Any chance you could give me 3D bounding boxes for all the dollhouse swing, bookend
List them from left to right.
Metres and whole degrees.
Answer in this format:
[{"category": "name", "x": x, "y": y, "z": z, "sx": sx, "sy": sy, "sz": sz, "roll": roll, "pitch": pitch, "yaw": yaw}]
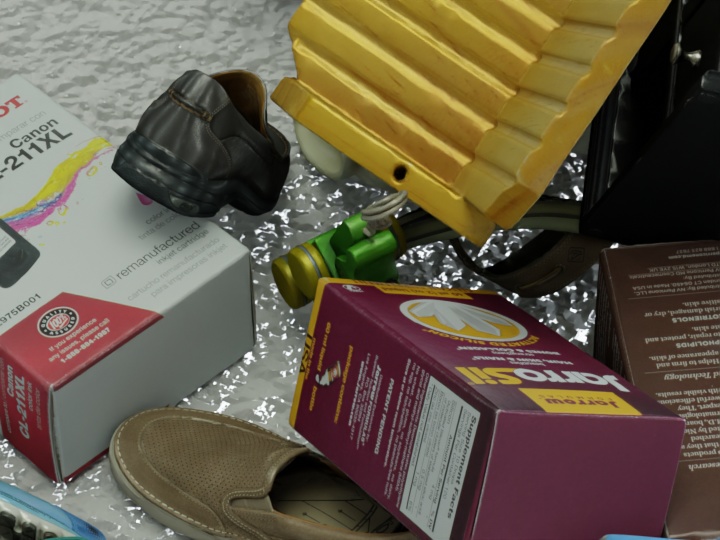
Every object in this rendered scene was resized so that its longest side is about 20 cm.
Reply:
[{"category": "dollhouse swing", "x": 0.058, "y": -0.133, "z": 1.514, "sx": 0.182, "sy": 0.176, "sz": 0.200, "roll": 35, "pitch": 93, "yaw": 8}, {"category": "bookend", "x": 0.196, "y": -0.132, "z": 1.560, "sx": 0.092, "sy": 0.200, "sz": 0.199, "roll": 13, "pitch": 68, "yaw": -10}]

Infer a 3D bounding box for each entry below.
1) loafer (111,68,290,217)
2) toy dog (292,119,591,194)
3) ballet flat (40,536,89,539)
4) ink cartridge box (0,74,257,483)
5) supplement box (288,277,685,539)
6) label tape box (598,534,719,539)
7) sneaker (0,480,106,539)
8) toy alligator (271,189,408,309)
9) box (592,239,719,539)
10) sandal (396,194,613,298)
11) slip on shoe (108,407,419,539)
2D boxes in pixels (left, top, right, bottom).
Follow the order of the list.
[{"category": "loafer", "x": -0.071, "y": -0.075, "z": 1.646, "sx": 0.073, "sy": 0.072, "sz": 0.200, "roll": 32, "pitch": 11, "yaw": 6}, {"category": "toy dog", "x": 0.084, "y": -0.116, "z": 1.691, "sx": 0.200, "sy": 0.140, "sz": 0.194, "roll": -8, "pitch": 28, "yaw": -22}, {"category": "ballet flat", "x": -0.213, "y": 0.172, "z": 1.477, "sx": 0.199, "sy": 0.075, "sz": 0.068, "roll": -2, "pitch": 44, "yaw": 4}, {"category": "ink cartridge box", "x": -0.177, "y": 0.001, "z": 1.631, "sx": 0.146, "sy": 0.083, "sz": 0.200, "roll": -36, "pitch": 56, "yaw": -28}, {"category": "supplement box", "x": 0.059, "y": 0.076, "z": 1.484, "sx": 0.110, "sy": 0.086, "sz": 0.200, "roll": 4, "pitch": 16, "yaw": -28}, {"category": "label tape box", "x": 0.128, "y": 0.202, "z": 1.379, "sx": 0.200, "sy": 0.063, "sz": 0.144, "roll": -39, "pitch": 47, "yaw": 17}, {"category": "sneaker", "x": -0.213, "y": 0.107, "z": 1.539, "sx": 0.200, "sy": 0.079, "sz": 0.090, "roll": 23, "pitch": 41, "yaw": 14}, {"category": "toy alligator", "x": 0.000, "y": 0.000, "z": 1.590, "sx": 0.059, "sy": 0.200, "sz": 0.054, "roll": -26, "pitch": 90, "yaw": -16}, {"category": "box", "x": 0.170, "y": 0.089, "z": 1.530, "sx": 0.075, "sy": 0.100, "sz": 0.200, "roll": -4, "pitch": 47, "yaw": -2}, {"category": "sandal", "x": 0.110, "y": -0.013, "z": 1.649, "sx": 0.200, "sy": 0.058, "sz": 0.080, "roll": 1, "pitch": 5, "yaw": -4}, {"category": "slip on shoe", "x": -0.043, "y": 0.113, "z": 1.538, "sx": 0.200, "sy": 0.061, "sz": 0.076, "roll": 28, "pitch": 53, "yaw": 24}]
